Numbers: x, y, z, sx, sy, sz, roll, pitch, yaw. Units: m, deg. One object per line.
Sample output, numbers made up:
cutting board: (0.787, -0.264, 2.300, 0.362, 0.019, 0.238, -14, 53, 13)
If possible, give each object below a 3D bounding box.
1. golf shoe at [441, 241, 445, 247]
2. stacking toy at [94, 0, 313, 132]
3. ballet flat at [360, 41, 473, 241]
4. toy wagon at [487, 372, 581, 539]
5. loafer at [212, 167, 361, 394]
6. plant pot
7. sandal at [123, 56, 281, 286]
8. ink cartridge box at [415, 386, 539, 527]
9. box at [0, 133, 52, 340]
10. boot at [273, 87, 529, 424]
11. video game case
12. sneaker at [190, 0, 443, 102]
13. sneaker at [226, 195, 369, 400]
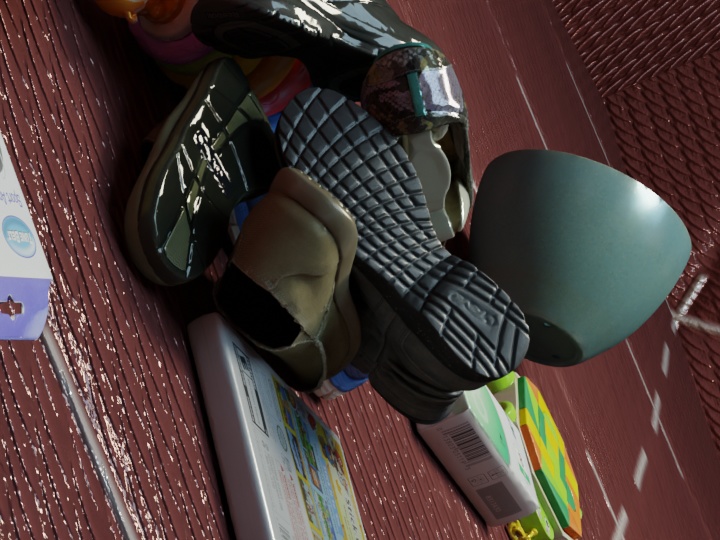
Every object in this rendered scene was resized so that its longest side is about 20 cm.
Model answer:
golf shoe: (0.028, -0.028, 1.636, 0.200, 0.094, 0.078, -124, -158, -43)
stacking toy: (-0.096, -0.151, 1.472, 0.200, 0.110, 0.116, 15, 56, -62)
ballet flat: (0.035, -0.055, 1.482, 0.200, 0.072, 0.072, 78, -4, -62)
toy wagon: (0.143, 0.171, 2.065, 0.200, 0.039, 0.155, -86, 151, -66)
loafer: (-0.046, 0.015, 1.391, 0.076, 0.067, 0.200, 40, -22, 21)
plant pot: (0.178, 0.005, 2.242, 0.200, 0.200, 0.135, 55, 52, -47)
sandal: (-0.096, -0.056, 1.379, 0.080, 0.057, 0.201, 65, 27, -17)
ink cartridge box: (0.070, 0.071, 1.905, 0.161, 0.050, 0.200, 54, 20, -50)
box: (-0.183, -0.061, 1.013, 0.119, 0.041, 0.201, 8, 63, -77)
boot: (0.000, 0.000, 1.441, 0.200, 0.070, 0.132, 55, -27, 0)
video game case: (-0.031, 0.144, 1.367, 0.182, 0.023, 0.200, 50, 20, -56)
sneaker: (-0.016, -0.155, 1.452, 0.200, 0.076, 0.091, 22, 63, -51)
sneaker: (-0.025, -0.019, 1.529, 0.079, 0.089, 0.200, -96, 160, -58)
